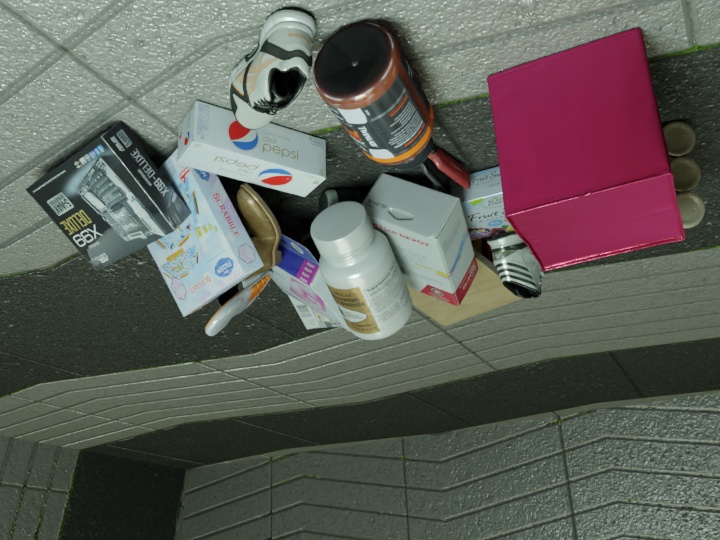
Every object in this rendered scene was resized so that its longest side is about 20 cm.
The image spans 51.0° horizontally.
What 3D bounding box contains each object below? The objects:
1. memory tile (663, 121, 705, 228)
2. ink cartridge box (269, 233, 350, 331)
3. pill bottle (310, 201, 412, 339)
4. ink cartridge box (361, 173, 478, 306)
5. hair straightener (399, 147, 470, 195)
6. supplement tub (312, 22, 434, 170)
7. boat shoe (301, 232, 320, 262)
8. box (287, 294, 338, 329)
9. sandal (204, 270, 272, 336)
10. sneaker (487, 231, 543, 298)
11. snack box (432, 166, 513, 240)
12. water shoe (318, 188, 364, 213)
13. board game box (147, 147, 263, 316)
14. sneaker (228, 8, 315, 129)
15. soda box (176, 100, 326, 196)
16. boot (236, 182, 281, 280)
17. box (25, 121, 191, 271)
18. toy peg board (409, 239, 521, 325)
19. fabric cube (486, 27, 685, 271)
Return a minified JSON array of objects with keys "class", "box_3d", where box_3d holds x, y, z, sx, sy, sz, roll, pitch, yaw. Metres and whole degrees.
[{"class":"memory tile","box_3d":[0.382,-0.124,1.079,0.197,0.156,0.017,-7,172,10]},{"class":"ink cartridge box","box_3d":[-0.111,0.004,1.263,0.195,0.043,0.200,28,164,43]},{"class":"pill bottle","box_3d":[0.000,0.000,1.148,0.113,0.115,0.201,-10,131,18]},{"class":"ink cartridge box","box_3d":[0.096,-0.046,1.198,0.144,0.083,0.201,22,157,28]},{"class":"hair straightener","box_3d":[0.079,-0.157,1.104,0.076,0.042,0.199,-21,151,36]},{"class":"supplement tub","box_3d":[0.027,-0.199,0.919,0.105,0.109,0.200,-11,155,20]},{"class":"boat shoe","box_3d":[-0.009,-0.042,1.333,0.197,0.064,0.073,-8,157,13]},{"class":"box","box_3d":[-0.043,0.039,1.429,0.197,0.041,0.157,-6,129,28]},{"class":"sandal","box_3d":[-0.205,0.034,1.211,0.079,0.059,0.207,-50,179,24]},{"class":"sneaker","box_3d":[0.302,-0.012,1.321,0.198,0.117,0.075,-9,178,-38]},{"class":"snack box","box_3d":[0.232,-0.113,1.209,0.197,0.054,0.142,-13,153,23]},{"class":"water shoe","box_3d":[-0.025,-0.046,1.248,0.078,0.072,0.202,-8,136,-10]},{"class":"board game box","box_3d":[-0.251,-0.055,1.120,0.041,0.202,0.199,-27,180,-44]},{"class":"sneaker","box_3d":[-0.111,-0.218,0.897,0.073,0.081,0.200,6,157,-22]},{"class":"soda box","box_3d":[-0.146,-0.163,1.037,0.198,0.065,0.068,13,154,-30]},{"class":"boot","box_3d":[-0.165,-0.049,1.121,0.075,0.074,0.201,-35,155,-20]},{"class":"box","box_3d":[-0.361,-0.099,1.078,0.198,0.050,0.159,-20,115,35]},{"class":"toy peg board","box_3d":[0.174,-0.006,1.431,0.198,0.099,0.199,34,139,-31]},{"class":"fabric cube","box_3d":[0.289,-0.142,0.963,0.194,0.202,0.200,-14,155,22]}]
